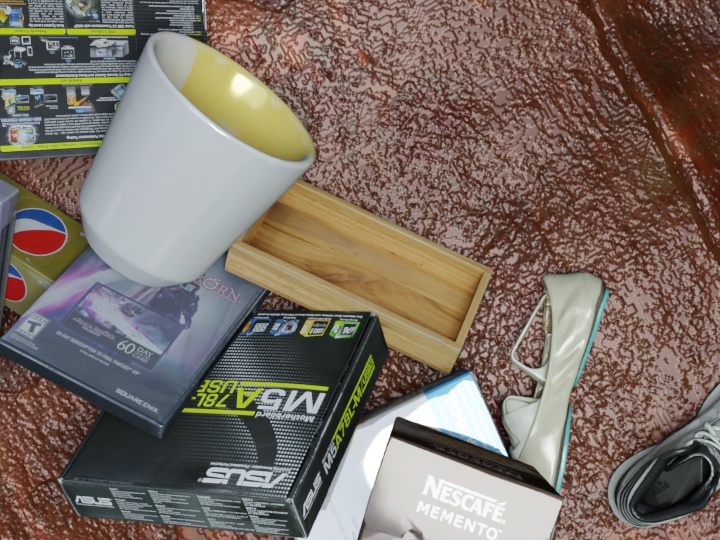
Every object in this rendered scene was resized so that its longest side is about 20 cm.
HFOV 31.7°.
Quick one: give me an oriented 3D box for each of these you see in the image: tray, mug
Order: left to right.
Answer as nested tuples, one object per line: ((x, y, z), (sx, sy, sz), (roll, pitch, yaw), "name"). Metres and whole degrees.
((-0.123, -0.067, 0.969), (0.154, 0.185, 0.150), (-51, 48, 20), "mug")
((0.000, 0.000, 1.027), (0.198, 0.037, 0.099), (24, 46, 4), "tray")

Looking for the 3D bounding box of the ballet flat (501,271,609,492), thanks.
((0.147, 0.096, 1.029), (0.068, 0.070, 0.203), (15, 79, 3), "ballet flat")

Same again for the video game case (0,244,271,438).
((-0.164, 0.028, 0.987), (0.141, 0.019, 0.201), (25, 46, 9), "video game case")

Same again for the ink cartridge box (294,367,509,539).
((0.020, 0.175, 0.997), (0.198, 0.129, 0.127), (-24, 86, 0), "ink cartridge box")

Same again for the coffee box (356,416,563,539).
((0.062, 0.156, 0.833), (0.113, 0.200, 0.081), (19, 88, 3), "coffee box")

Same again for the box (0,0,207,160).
((-0.212, -0.171, 0.997), (0.198, 0.044, 0.163), (-9, 99, -39), "box")

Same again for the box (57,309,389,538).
((-0.099, 0.107, 0.959), (0.197, 0.194, 0.048), (1, 127, 25), "box")

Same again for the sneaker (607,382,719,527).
((0.289, 0.141, 0.993), (0.199, 0.115, 0.076), (-37, 86, 0), "sneaker")

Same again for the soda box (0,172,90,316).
((-0.299, -0.029, 1.043), (0.198, 0.064, 0.068), (32, 45, 4), "soda box")

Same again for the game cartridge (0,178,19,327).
((-0.342, -0.009, 1.011), (0.128, 0.039, 0.202), (24, 128, 5), "game cartridge")
